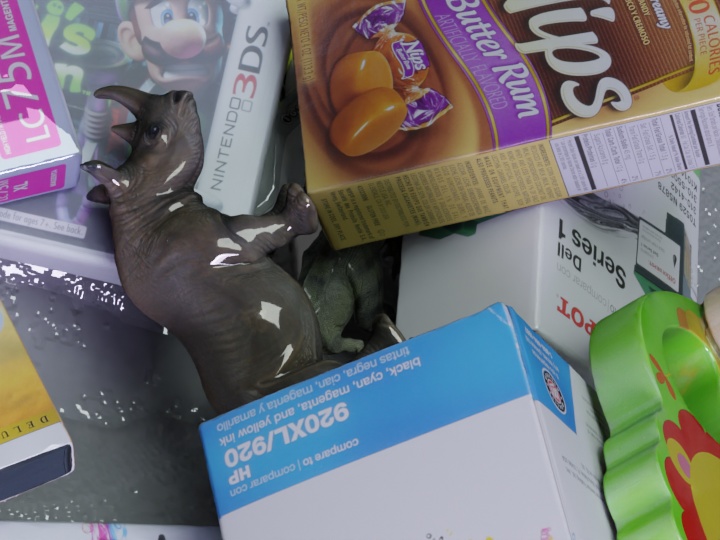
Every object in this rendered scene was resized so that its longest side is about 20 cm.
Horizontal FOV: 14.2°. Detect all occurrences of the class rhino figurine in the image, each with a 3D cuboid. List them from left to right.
[{"bbox_3d":[-0.057,-0.003,1.249,0.087,0.060,0.200,-36,78,-6],"label":"rhino figurine"}]

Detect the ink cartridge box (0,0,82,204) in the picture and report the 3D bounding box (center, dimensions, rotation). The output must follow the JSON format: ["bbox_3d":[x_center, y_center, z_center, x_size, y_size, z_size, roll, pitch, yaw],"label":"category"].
[{"bbox_3d":[-0.233,-0.073,1.266,0.199,0.042,0.120,-15,71,-12],"label":"ink cartridge box"}]

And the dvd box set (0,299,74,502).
[{"bbox_3d":[-0.222,0.023,1.172,0.146,0.029,0.200,-21,62,-16],"label":"dvd box set"}]

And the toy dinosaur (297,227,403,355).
[{"bbox_3d":[0.000,0.000,1.351,0.088,0.047,0.201,42,61,-48],"label":"toy dinosaur"}]

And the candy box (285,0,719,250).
[{"bbox_3d":[0.071,-0.090,1.288,0.199,0.057,0.117,-12,57,8],"label":"candy box"}]

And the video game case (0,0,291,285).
[{"bbox_3d":[-0.136,-0.089,1.318,0.199,0.023,0.182,12,66,-1],"label":"video game case"}]

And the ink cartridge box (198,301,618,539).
[{"bbox_3d":[0.043,0.148,1.162,0.147,0.144,0.201,44,28,-58],"label":"ink cartridge box"}]

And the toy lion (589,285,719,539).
[{"bbox_3d":[0.149,0.100,1.206,0.192,0.069,0.201,9,54,-62],"label":"toy lion"}]

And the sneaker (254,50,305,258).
[{"bbox_3d":[-0.056,-0.103,1.378,0.076,0.075,0.201,18,57,-17],"label":"sneaker"}]

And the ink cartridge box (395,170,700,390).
[{"bbox_3d":[0.092,-0.017,1.366,0.146,0.084,0.201,36,48,-44],"label":"ink cartridge box"}]

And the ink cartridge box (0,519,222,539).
[{"bbox_3d":[-0.127,0.182,1.188,0.199,0.083,0.146,3,62,-24],"label":"ink cartridge box"}]
